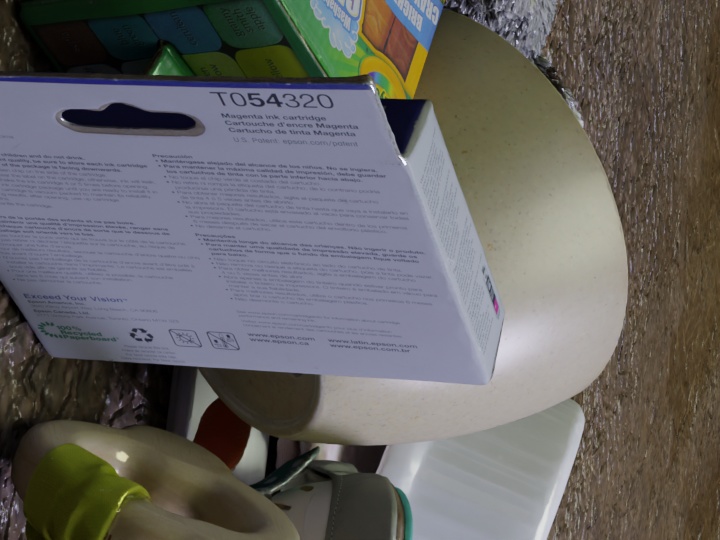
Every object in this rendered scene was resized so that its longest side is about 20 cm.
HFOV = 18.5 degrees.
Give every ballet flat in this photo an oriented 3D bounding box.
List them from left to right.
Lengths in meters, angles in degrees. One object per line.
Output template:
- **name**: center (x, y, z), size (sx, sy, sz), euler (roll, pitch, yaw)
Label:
- **ballet flat**: center (-0.019, 0.123, 1.030), size (0.200, 0.063, 0.068), euler (168, -70, -84)

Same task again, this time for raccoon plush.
- **raccoon plush**: center (0.105, -0.155, 1.249), size (0.200, 0.134, 0.097), euler (40, 72, -28)

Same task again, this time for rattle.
- **rattle**: center (-0.090, 0.133, 0.945), size (0.200, 0.129, 0.144), euler (-62, 159, -85)

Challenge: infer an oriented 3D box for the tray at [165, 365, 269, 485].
- **tray**: center (-0.069, 0.053, 1.085), size (0.107, 0.022, 0.202), euler (23, 72, -69)

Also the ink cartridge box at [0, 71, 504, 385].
- **ink cartridge box**: center (-0.059, -0.027, 0.833), size (0.201, 0.195, 0.044), euler (68, 31, -53)

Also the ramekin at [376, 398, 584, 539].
- **ramekin**: center (0.052, 0.143, 1.241), size (0.200, 0.097, 0.202), euler (21, 90, -85)

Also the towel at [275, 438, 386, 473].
- **towel**: center (-0.008, 0.060, 1.210), size (0.200, 0.032, 0.192), euler (-62, 157, -53)

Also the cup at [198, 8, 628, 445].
- **cup**: center (0.000, 0.000, 1.000), size (0.143, 0.199, 0.202), euler (-29, 126, -35)

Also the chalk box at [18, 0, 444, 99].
- **chalk box**: center (-0.049, -0.115, 0.924), size (0.125, 0.123, 0.201), euler (54, 42, -45)
